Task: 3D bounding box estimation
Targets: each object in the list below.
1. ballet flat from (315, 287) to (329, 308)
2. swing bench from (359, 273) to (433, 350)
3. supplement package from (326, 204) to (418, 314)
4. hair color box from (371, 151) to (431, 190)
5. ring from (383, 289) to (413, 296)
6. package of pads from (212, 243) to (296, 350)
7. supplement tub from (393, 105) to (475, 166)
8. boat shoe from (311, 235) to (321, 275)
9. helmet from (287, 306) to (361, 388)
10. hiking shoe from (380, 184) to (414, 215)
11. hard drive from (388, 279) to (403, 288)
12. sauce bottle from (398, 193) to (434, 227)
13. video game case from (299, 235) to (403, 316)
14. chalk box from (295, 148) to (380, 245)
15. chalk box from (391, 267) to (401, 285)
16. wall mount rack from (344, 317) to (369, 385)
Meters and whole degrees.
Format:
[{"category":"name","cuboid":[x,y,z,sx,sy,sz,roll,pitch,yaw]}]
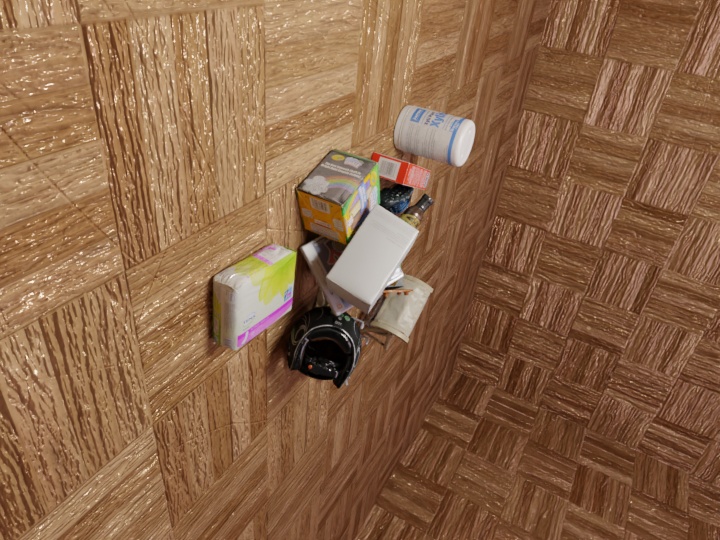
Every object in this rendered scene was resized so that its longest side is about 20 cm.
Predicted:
[{"category":"ballet flat","cuboid":[-0.076,0.031,1.369,0.069,0.069,0.201,-17,126,-63]},{"category":"swing bench","cuboid":[0.107,0.129,1.697,0.200,0.129,0.200,-60,-172,-24]},{"category":"supplement package","cuboid":[0.024,-0.022,1.176,0.201,0.117,0.117,-56,175,-14]},{"category":"hair color box","cuboid":[0.112,-0.275,1.466,0.200,0.110,0.064,-7,117,-67]},{"category":"ring","cuboid":[0.055,0.066,1.533,0.200,0.199,0.019,1,88,-67]},{"category":"package of pads","cuboid":[-0.208,0.045,1.050,0.200,0.068,0.155,-40,145,-52]},{"category":"supplement tub","cuboid":[0.208,-0.378,1.478,0.132,0.199,0.132,-51,153,-39]},{"category":"boat shoe","cuboid":[-0.070,-0.078,1.283,0.203,0.074,0.065,-70,-162,-5]},{"category":"helmet","cuboid":[-0.089,0.188,1.306,0.191,0.199,0.201,-121,-130,-81]},{"category":"hiking shoe","cuboid":[0.108,-0.201,1.572,0.200,0.074,0.087,-31,137,-58]},{"category":"hard drive","cuboid":[0.063,-0.045,1.514,0.139,0.033,0.201,1,70,-67]},{"category":"sauce bottle","cuboid":[0.148,-0.154,1.645,0.200,0.065,0.065,-50,160,6]},{"category":"video game case","cuboid":[-0.017,-0.020,1.248,0.199,0.183,0.023,-30,-173,-20]},{"category":"chalk box","cuboid":[-0.034,-0.180,1.184,0.200,0.124,0.124,-53,154,-32]},{"category":"chalk box","cuboid":[0.037,-0.069,1.376,0.124,0.124,0.201,105,-16,-76]},{"category":"wall mount rack","cuboid":[-0.040,0.248,1.633,0.174,0.074,0.200,-58,156,-25]}]
